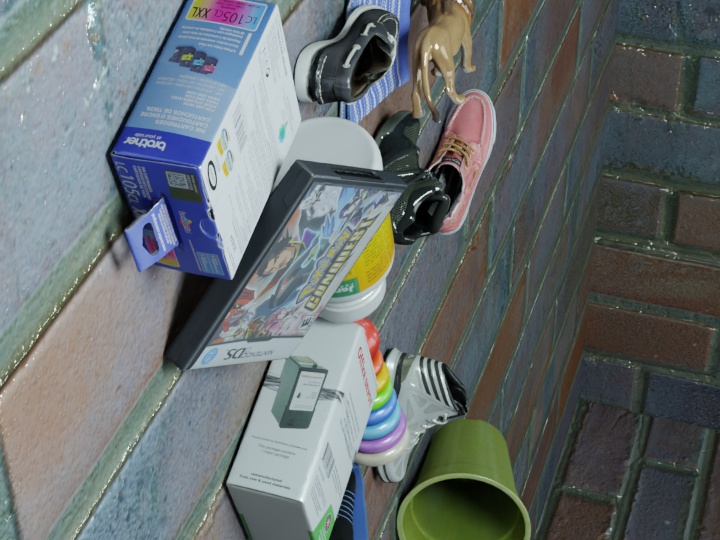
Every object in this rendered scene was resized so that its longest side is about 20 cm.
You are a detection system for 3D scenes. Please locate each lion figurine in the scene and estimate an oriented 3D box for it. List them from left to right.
[{"bbox_3d":[0.091,-0.260,1.729,0.201,0.071,0.124,-80,164,-57],"label":"lion figurine"}]

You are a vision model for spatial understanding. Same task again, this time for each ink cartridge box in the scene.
[{"bbox_3d":[-0.117,-0.090,1.154,0.137,0.075,0.202,79,24,-53],"label":"ink cartridge box"},{"bbox_3d":[-0.054,0.166,1.551,0.147,0.083,0.202,78,27,-56],"label":"ink cartridge box"}]

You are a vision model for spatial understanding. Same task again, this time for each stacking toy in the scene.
[{"bbox_3d":[0.006,0.132,1.785,0.086,0.084,0.202,-64,153,-44],"label":"stacking toy"}]

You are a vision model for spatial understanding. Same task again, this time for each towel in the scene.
[{"bbox_3d":[0.020,-0.245,1.658,0.200,0.024,0.147,-51,148,-61],"label":"towel"}]

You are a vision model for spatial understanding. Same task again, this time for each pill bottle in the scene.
[{"bbox_3d":[-0.025,-0.041,1.460,0.201,0.111,0.114,81,25,-54],"label":"pill bottle"}]

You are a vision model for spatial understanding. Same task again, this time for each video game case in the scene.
[{"bbox_3d":[-0.059,-0.002,1.301,0.201,0.025,0.180,-55,159,16],"label":"video game case"}]

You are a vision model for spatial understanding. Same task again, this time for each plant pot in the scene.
[{"bbox_3d":[0.159,0.329,2.329,0.191,0.197,0.202,-80,173,-58],"label":"plant pot"}]

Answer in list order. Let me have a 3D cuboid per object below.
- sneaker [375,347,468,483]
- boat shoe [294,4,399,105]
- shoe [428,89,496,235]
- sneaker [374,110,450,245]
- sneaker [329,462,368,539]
[{"bbox_3d":[0.081,0.204,2.023,0.076,0.114,0.203,-55,152,-57],"label":"sneaker"},{"bbox_3d":[0.003,-0.211,1.510,0.200,0.060,0.075,-40,136,-58],"label":"boat shoe"},{"bbox_3d":[0.131,-0.149,2.044,0.091,0.071,0.203,31,74,-80],"label":"shoe"},{"bbox_3d":[0.057,-0.100,1.728,0.200,0.113,0.077,-66,163,-45],"label":"sneaker"},{"bbox_3d":[-0.032,0.287,1.772,0.201,0.077,0.071,-98,-172,-65],"label":"sneaker"}]
